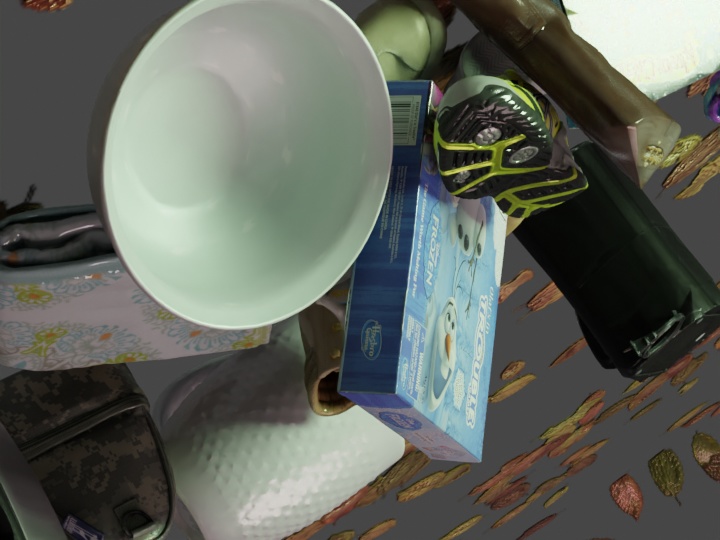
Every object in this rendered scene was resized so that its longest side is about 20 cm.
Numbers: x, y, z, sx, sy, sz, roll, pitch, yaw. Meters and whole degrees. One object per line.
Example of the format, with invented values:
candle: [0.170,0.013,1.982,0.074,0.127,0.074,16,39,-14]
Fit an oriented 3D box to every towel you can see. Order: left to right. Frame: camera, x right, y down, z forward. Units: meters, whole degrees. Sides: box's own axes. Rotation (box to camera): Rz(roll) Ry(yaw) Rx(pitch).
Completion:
towel: [-0.147,0.013,1.147,0.198,0.049,0.172,-5,153,-11]

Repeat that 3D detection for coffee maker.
coffee maker: [0.236,-0.015,1.602,0.134,0.201,0.192,-37,164,-3]

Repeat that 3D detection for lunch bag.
lunch bag: [-0.213,0.175,1.331,0.139,0.168,0.201,-26,158,-27]

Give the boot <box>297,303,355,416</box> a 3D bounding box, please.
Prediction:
boot: [0.000,0.000,1.295,0.072,0.157,0.200,9,143,-25]

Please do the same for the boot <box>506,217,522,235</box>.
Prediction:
boot: [0.064,0.007,1.465,0.066,0.176,0.200,28,125,-27]

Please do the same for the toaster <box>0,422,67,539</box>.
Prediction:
toaster: [-0.300,0.178,1.177,0.199,0.182,0.119,-35,164,2]

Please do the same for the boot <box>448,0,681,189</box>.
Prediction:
boot: [0.113,-0.141,1.090,0.064,0.201,0.186,-43,160,17]

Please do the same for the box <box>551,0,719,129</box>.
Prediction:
box: [0.210,-0.198,1.231,0.199,0.138,0.038,-26,-166,-27]

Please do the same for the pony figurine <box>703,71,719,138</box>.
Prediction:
pony figurine: [0.361,-0.204,1.490,0.201,0.166,0.193,-54,167,5]

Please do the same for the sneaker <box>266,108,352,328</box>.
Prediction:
sneaker: [-0.009,-0.028,1.153,0.076,0.081,0.201,-9,139,22]

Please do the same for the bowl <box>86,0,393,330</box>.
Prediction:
bowl: [-0.084,-0.073,1.027,0.200,0.090,0.203,-12,111,-36]

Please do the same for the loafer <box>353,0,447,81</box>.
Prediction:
loafer: [-0.006,-0.106,1.179,0.068,0.076,0.201,-20,146,-35]

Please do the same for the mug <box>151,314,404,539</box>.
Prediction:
mug: [-0.091,0.130,1.424,0.175,0.200,0.149,-35,129,-19]

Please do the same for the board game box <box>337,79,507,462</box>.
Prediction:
board game box: [0.047,0.007,1.153,0.043,0.202,0.199,2,164,19]

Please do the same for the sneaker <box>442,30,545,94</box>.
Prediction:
sneaker: [0.140,-0.173,1.291,0.199,0.074,0.116,-32,174,-17]

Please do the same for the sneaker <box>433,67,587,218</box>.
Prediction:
sneaker: [0.084,-0.090,1.113,0.075,0.077,0.200,-24,162,12]
